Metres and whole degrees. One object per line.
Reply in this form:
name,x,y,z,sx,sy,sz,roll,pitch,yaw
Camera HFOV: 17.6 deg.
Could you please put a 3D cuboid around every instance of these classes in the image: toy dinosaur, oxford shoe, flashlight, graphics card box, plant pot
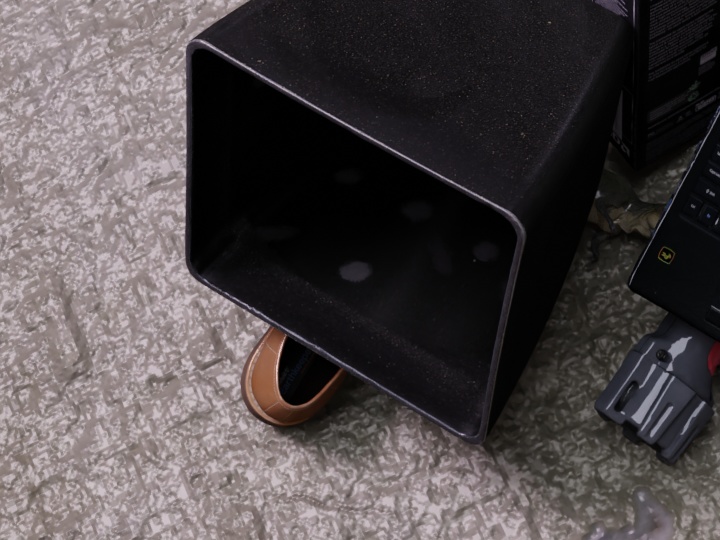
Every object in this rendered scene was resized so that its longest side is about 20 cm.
toy dinosaur,0.103,-0.046,1.358,0.200,0.048,0.088,37,68,26
oxford shoe,0.000,0.000,1.344,0.071,0.071,0.200,27,80,-9
flashlight,0.212,0.015,1.294,0.068,0.068,0.200,33,85,15
graphics card box,0.188,-0.151,1.279,0.125,0.200,0.051,-32,61,-11
plant pot,0.036,-0.066,1.245,0.200,0.200,0.178,29,56,17

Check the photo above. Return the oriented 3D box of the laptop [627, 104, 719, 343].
laptop,0.271,-0.035,1.217,0.177,0.103,0.200,30,84,-11
